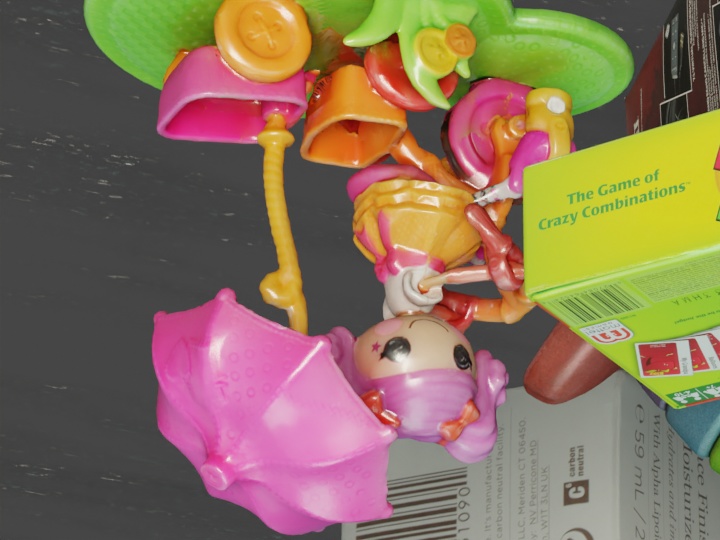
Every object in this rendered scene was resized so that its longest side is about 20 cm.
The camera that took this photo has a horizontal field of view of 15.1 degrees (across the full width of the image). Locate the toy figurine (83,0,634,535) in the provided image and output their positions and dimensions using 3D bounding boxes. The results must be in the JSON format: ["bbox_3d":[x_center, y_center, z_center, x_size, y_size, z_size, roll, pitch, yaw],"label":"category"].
[{"bbox_3d":[0.000,0.000,0.918,0.199,0.185,0.150,10,158,-21],"label":"toy figurine"}]

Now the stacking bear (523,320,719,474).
[{"bbox_3d":[0.181,0.052,1.003,0.121,0.200,0.114,-33,159,-52],"label":"stacking bear"}]

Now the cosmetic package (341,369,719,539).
[{"bbox_3d":[0.109,0.165,1.361,0.165,0.165,0.200,-13,156,32],"label":"cosmetic package"}]

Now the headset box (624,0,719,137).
[{"bbox_3d":[0.177,-0.057,0.883,0.148,0.077,0.200,5,154,-7],"label":"headset box"}]

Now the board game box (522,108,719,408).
[{"bbox_3d":[0.160,-0.017,0.825,0.199,0.048,0.102,-16,149,30],"label":"board game box"}]
